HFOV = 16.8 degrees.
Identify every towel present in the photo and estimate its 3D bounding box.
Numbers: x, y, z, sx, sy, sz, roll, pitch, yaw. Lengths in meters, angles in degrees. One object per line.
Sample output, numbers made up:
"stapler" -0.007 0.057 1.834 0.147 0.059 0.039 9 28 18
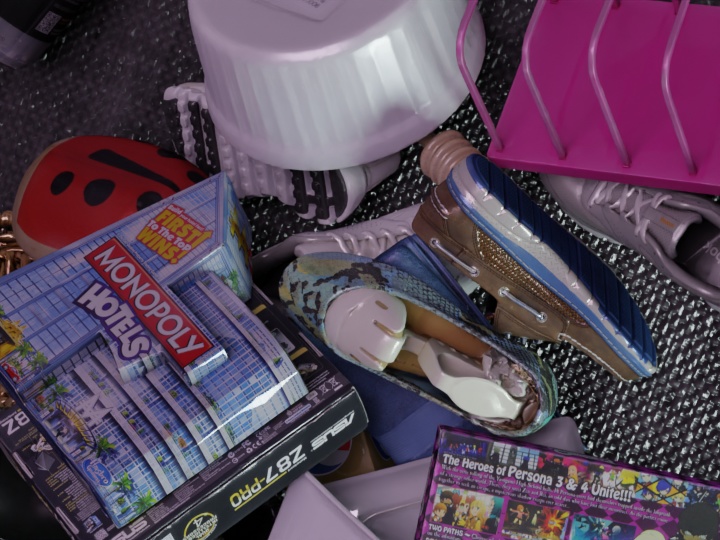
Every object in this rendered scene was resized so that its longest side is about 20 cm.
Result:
"towel" 0.051 0.080 1.641 0.111 0.049 0.200 -36 103 12

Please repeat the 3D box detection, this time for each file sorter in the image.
"file sorter" 0.179 -0.147 1.577 0.199 0.126 0.139 8 62 26

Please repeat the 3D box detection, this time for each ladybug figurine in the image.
"ladybug figurine" -0.165 -0.045 1.711 0.199 0.136 0.072 19 126 38

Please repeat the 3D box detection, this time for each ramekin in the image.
"ramekin" -0.021 -0.173 1.650 0.199 0.098 0.201 -9 48 10

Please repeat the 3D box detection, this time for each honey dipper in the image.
"honey dipper" 0.025 -0.109 1.682 0.038 0.038 0.200 -52 50 8

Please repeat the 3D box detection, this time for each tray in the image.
"tray" -0.029 0.231 1.607 0.107 0.022 0.201 40 128 26

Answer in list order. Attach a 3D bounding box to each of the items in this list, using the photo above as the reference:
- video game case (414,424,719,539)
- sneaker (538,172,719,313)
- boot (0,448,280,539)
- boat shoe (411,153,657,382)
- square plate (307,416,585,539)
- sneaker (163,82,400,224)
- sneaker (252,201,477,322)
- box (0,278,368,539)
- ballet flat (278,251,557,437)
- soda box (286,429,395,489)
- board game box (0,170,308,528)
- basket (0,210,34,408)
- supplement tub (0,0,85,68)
"video game case" 0.128 0.208 1.584 0.199 0.036 0.182 11 94 -3
"sneaker" 0.199 -0.038 1.612 0.200 0.092 0.076 32 95 19
"boot" -0.170 0.153 1.649 0.158 0.210 0.080 -15 62 57
"boat shoe" 0.116 0.009 1.620 0.072 0.072 0.200 -38 108 23
"square plate" 0.073 0.218 1.615 0.199 0.028 0.199 -16 95 -1
"sneaker" -0.058 -0.091 1.726 0.199 0.081 0.075 23 131 36
"sneaker" 0.000 0.000 1.676 0.199 0.099 0.078 -19 79 17
"box" -0.120 0.099 1.584 0.200 0.049 0.161 -37 53 -13
"ballet flat" 0.039 0.049 1.571 0.199 0.074 0.075 23 93 -4
"soda box" -0.009 0.150 1.684 0.067 0.064 0.201 -20 79 15
"board game box" -0.132 0.035 1.569 0.200 0.062 0.200 -36 48 -12
"basket" -0.215 0.028 1.728 0.199 0.143 0.150 6 88 20
"supplement tub" -0.228 -0.257 1.769 0.123 0.122 0.200 45 100 18
